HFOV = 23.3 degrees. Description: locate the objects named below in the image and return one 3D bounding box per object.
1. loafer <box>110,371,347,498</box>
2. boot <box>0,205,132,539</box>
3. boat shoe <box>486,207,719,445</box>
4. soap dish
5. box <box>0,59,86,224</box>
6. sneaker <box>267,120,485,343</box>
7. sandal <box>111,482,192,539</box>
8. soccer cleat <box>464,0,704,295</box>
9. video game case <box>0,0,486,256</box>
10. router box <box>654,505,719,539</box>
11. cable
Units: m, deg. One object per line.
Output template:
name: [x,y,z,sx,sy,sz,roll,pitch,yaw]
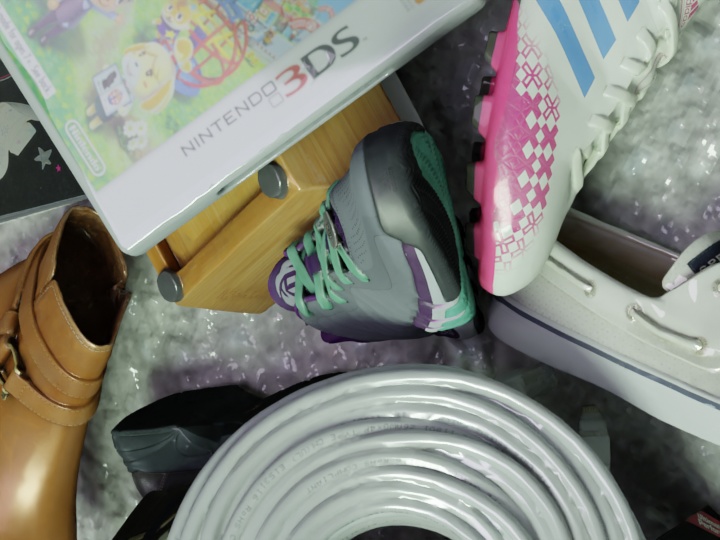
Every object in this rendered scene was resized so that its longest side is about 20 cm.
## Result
loafer: [-0.035,0.096,0.851,0.200,0.073,0.072,-6,106,45]
boot: [-0.161,0.079,0.892,0.155,0.074,0.200,-44,54,41]
boat shoe: [0.142,0.020,0.708,0.200,0.071,0.070,24,117,35]
soap dish: [-0.070,-0.090,0.798,0.157,0.081,0.200,-38,79,51]
box: [-0.227,-0.068,0.858,0.132,0.200,0.115,-10,95,37]
sneaker: [0.000,0.000,0.714,0.087,0.200,0.075,-13,73,5]
sandal: [-0.082,0.138,0.817,0.057,0.080,0.201,45,138,-10]
soccer cleat: [0.092,-0.085,0.696,0.086,0.070,0.201,8,94,5]
video game case: [-0.076,-0.138,0.717,0.182,0.022,0.200,-35,82,12]
router box: [0.130,0.223,0.763,0.150,0.062,0.200,50,123,17]
cable: [0.019,0.137,0.686,0.199,0.069,0.200,-12,70,-1]
